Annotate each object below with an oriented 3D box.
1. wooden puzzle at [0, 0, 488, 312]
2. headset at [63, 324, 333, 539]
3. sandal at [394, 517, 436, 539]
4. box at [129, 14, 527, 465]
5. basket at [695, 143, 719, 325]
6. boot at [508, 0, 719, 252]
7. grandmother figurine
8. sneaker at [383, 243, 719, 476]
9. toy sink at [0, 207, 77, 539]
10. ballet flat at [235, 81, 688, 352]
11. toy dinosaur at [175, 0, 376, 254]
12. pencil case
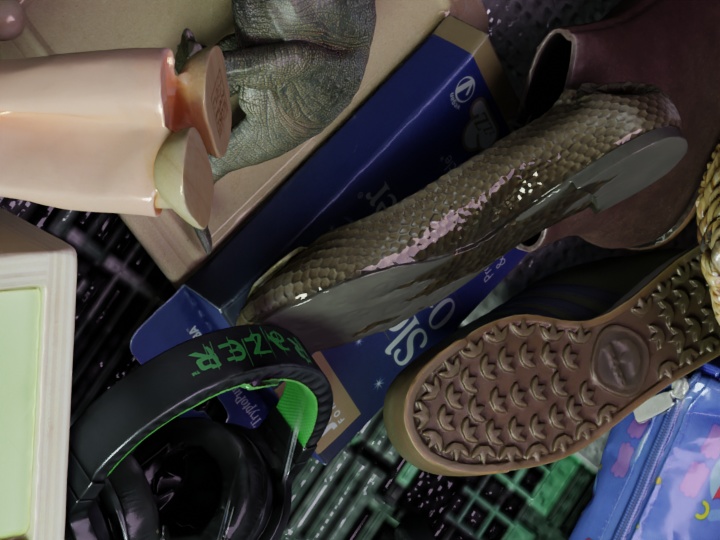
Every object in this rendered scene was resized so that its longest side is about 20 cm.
[{"bbox_3d":[-0.054,-0.109,1.033,0.185,0.037,0.200,-45,128,-14],"label":"wooden puzzle"},{"bbox_3d":[-0.080,0.108,1.017,0.123,0.094,0.200,-6,142,-45],"label":"headset"},{"bbox_3d":[0.055,0.207,1.170,0.045,0.075,0.200,-13,109,-13],"label":"sandal"},{"bbox_3d":[0.000,0.000,1.083,0.200,0.032,0.121,-45,138,-13],"label":"box"},{"bbox_3d":[0.241,0.000,1.120,0.143,0.149,0.200,-39,112,23],"label":"basket"},{"bbox_3d":[0.133,-0.102,1.098,0.166,0.072,0.200,-6,114,-58],"label":"boot"},{"bbox_3d":[-0.150,-0.056,0.914,0.121,0.199,0.061,-76,164,-47],"label":"grandmother figurine"},{"bbox_3d":[0.082,0.042,1.128,0.200,0.090,0.067,-23,96,-29],"label":"sneaker"},{"bbox_3d":[-0.216,0.049,0.925,0.200,0.112,0.131,-4,106,-32],"label":"toy sink"},{"bbox_3d":[0.037,-0.024,1.017,0.200,0.046,0.067,-28,160,4],"label":"ballet flat"},{"bbox_3d":[-0.029,-0.097,0.984,0.102,0.077,0.201,-5,107,-28],"label":"toy dinosaur"},{"bbox_3d":[0.134,0.126,1.196,0.087,0.078,0.200,27,89,-57],"label":"pencil case"}]
